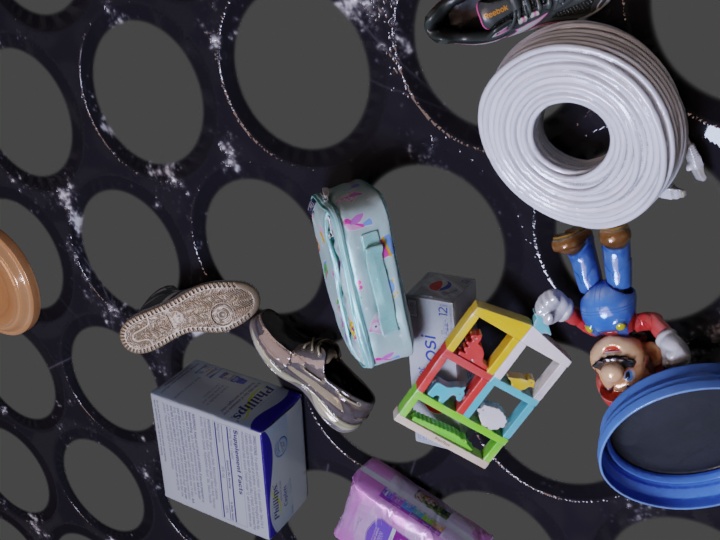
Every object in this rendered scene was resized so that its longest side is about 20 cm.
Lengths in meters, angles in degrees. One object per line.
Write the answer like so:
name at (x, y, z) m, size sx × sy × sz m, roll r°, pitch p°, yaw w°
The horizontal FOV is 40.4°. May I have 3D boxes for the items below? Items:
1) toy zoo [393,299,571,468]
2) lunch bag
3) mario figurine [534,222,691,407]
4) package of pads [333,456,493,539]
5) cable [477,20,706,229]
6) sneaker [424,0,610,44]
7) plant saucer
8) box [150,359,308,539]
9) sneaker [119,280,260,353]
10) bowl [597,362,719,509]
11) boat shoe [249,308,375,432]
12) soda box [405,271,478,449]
toy zoo at (0.144, 0.119, 1.097) m, size 0.130 × 0.021 × 0.201 m, roll 29°, pitch 111°, yaw -14°
lunch bag at (0.000, 0.000, 1.100) m, size 0.076 × 0.160 × 0.202 m, roll -15°, pitch 107°, yaw -6°
mario figurine at (0.254, 0.056, 0.991) m, size 0.123 × 0.105 × 0.202 m, roll 6°, pitch 114°, yaw 71°
package of pads at (0.066, 0.351, 1.299) m, size 0.199 × 0.076 × 0.121 m, roll 30°, pitch 130°, yaw 17°
cable at (0.208, -0.133, 0.931) m, size 0.199 × 0.069 × 0.201 m, roll -5°, pitch 122°, yaw 39°
sneaker at (0.147, -0.249, 0.917) m, size 0.199 × 0.086 × 0.081 m, roll -16°, pitch 106°, yaw 38°
plant saucer at (-0.607, 0.017, 1.608) m, size 0.199 × 0.032 × 0.202 m, roll 15°, pitch 121°, yaw 27°
box at (-0.184, 0.251, 1.396) m, size 0.198 × 0.105 × 0.186 m, roll 14°, pitch 121°, yaw 28°
sneaker at (-0.227, 0.049, 1.352) m, size 0.198 × 0.109 × 0.071 m, roll -18°, pitch 103°, yaw 8°
bowl at (0.337, 0.167, 0.982) m, size 0.198 × 0.040 × 0.202 m, roll 1°, pitch 133°, yaw 1°
boat shoe at (-0.056, 0.118, 1.270) m, size 0.200 × 0.075 × 0.073 m, roll 44°, pitch 121°, yaw -5°
soda box at (0.099, 0.108, 1.151) m, size 0.063 × 0.068 × 0.202 m, roll 9°, pitch 119°, yaw 28°
